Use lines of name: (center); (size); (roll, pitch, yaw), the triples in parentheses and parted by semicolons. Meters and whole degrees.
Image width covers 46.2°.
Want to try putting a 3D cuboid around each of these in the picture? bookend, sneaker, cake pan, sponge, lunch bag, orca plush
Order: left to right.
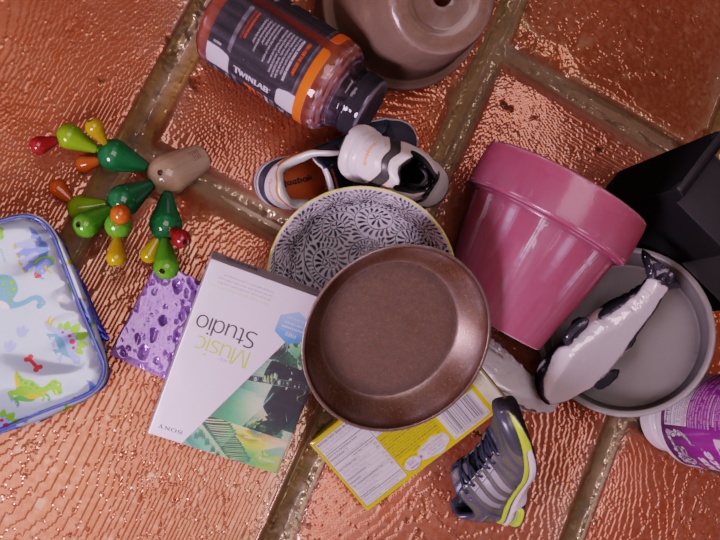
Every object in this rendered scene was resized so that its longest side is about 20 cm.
lunch bag: (-0.344, 0.054, 0.838); (0.160, 0.082, 0.201); (-23, 90, -16)
sponge: (-0.154, 0.082, 0.914); (0.199, 0.030, 0.112); (27, 78, -12)
sneaker: (-0.016, -0.114, 0.944); (0.199, 0.079, 0.079); (-23, 110, -15)
sneaker: (0.054, -0.098, 0.920); (0.080, 0.200, 0.074); (26, 98, 29)
sneaker: (0.142, 0.109, 0.972); (0.199, 0.076, 0.081); (21, 73, -12)
sneaker: (0.141, 0.215, 0.914); (0.081, 0.074, 0.201); (-6, 128, -5)
orca plush: (0.261, 0.060, 0.955); (0.105, 0.071, 0.200); (27, 99, -32)
cake pan: (0.309, 0.073, 0.994); (0.199, 0.037, 0.201); (-4, 73, 15)
bookend: (0.401, -0.041, 0.994); (0.199, 0.200, 0.092); (43, 75, -6)

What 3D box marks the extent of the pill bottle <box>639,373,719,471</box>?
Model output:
pill bottle: (0.413, 0.175, 0.969); (0.112, 0.200, 0.113); (2, 83, -15)

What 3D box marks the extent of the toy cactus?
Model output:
toy cactus: (-0.232, -0.092, 0.883); (0.165, 0.102, 0.200); (-36, 73, -32)

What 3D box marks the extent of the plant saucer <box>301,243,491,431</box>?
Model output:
plant saucer: (0.034, 0.065, 0.854); (0.199, 0.037, 0.201); (-6, 110, -16)

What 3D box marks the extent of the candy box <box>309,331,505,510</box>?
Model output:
candy box: (0.052, 0.164, 0.923); (0.200, 0.026, 0.102); (-39, 94, 8)

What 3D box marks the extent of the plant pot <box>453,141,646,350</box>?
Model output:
plant pot: (0.188, -0.019, 0.947); (0.199, 0.200, 0.180); (28, 93, -10)

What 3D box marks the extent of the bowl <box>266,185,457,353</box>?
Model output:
bowl: (0.000, 0.000, 0.919); (0.200, 0.094, 0.202); (0, 105, -2)

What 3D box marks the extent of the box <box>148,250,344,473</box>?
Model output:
box: (-0.118, 0.097, 0.869); (0.144, 0.036, 0.201); (20, 103, -10)

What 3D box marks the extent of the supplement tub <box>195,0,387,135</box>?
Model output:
supplement tub: (-0.071, -0.224, 0.911); (0.200, 0.107, 0.107); (34, 75, 8)

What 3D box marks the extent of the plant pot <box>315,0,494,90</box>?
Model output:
plant pot: (0.061, -0.291, 0.915); (0.199, 0.175, 0.201); (-4, 107, -12)
